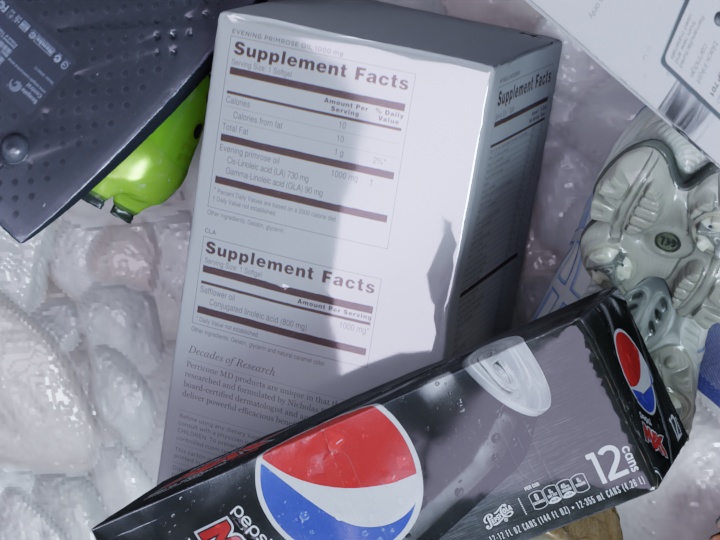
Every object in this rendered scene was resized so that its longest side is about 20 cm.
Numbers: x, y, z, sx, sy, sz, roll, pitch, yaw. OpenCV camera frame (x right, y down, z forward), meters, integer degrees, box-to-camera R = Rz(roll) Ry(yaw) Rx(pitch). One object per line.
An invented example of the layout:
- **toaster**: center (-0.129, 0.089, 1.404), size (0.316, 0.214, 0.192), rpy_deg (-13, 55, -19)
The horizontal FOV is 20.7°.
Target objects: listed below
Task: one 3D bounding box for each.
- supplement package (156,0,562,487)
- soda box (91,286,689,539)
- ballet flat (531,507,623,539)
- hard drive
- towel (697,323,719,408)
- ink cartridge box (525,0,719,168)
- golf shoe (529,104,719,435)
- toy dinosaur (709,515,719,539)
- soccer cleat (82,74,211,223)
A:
- **supplement package**: center (0.000, 0.000, 0.783), size (0.109, 0.114, 0.201), rpy_deg (13, 105, 16)
- **soda box**: center (0.010, 0.076, 0.696), size (0.199, 0.071, 0.064), rpy_deg (-25, 91, 20)
- **ballet flat**: center (0.077, 0.176, 0.770), size (0.068, 0.072, 0.201), rpy_deg (1, 101, 22)
- **hard drive**: center (-0.105, -0.121, 0.789), size (0.135, 0.042, 0.200), rpy_deg (42, 91, 14)
- **towel**: center (0.208, -0.007, 0.725), size (0.147, 0.024, 0.201), rpy_deg (43, 117, 34)
- **ink cartridge box**: center (0.161, -0.072, 0.651), size (0.200, 0.146, 0.086), rpy_deg (44, 116, 31)
- **golf shoe**: center (0.109, 0.007, 0.770), size (0.078, 0.097, 0.200), rpy_deg (23, 136, 0)
- **toy dinosaur**: center (0.224, 0.096, 0.656), size (0.199, 0.086, 0.136), rpy_deg (26, 111, 17)
- **soccer cleat**: center (-0.151, -0.096, 0.849), size (0.200, 0.068, 0.081), rpy_deg (29, 89, 15)
